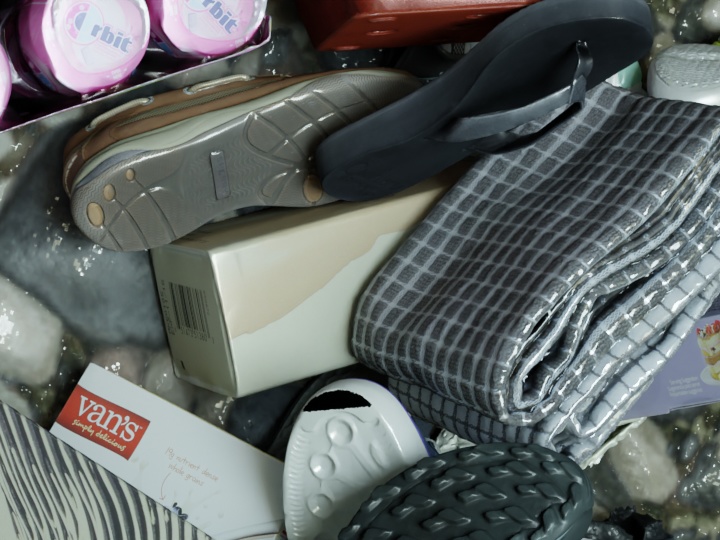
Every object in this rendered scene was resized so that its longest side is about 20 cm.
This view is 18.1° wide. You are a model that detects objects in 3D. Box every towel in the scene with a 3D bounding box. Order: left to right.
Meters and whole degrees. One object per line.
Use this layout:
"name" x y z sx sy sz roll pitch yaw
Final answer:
"towel" 0.100 -0.008 1.099 0.200 0.165 0.086 -49 114 -13

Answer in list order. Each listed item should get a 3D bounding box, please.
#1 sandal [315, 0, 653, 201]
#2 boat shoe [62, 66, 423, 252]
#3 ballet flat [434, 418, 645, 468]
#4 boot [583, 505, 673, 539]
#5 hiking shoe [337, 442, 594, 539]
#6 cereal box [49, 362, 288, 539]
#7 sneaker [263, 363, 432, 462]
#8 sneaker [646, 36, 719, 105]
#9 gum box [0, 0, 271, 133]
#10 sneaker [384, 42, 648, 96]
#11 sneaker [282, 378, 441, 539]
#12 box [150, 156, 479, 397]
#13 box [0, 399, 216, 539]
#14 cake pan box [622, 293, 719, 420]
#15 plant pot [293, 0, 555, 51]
"sandal" 0.065 -0.074 1.095 0.076 0.199 0.043 11 57 -46
"boat shoe" -0.061 -0.073 1.165 0.198 0.072 0.076 -14 129 -19
"ballet flat" 0.110 0.088 1.268 0.199 0.072 0.072 -36 107 -19
"boot" 0.088 0.215 1.239 0.199 0.076 0.170 -1 101 -42
"hiking shoe" 0.025 0.148 1.030 0.199 0.075 0.087 -32 141 13
"cereal box" -0.125 0.163 1.123 0.201 0.143 0.040 -61 154 -10
"sneaker" 0.009 0.138 1.220 0.203 0.077 0.147 -48 120 -24
"sneaker" 0.208 -0.074 1.261 0.200 0.075 0.106 -22 121 -59
"gum box" -0.149 -0.114 1.103 0.199 0.113 0.067 -21 102 -23
"sneaker" 0.068 -0.111 1.234 0.139 0.078 0.201 -32 97 -19
"sneaker" 0.032 0.121 1.132 0.147 0.080 0.202 -48 128 -57
"box" 0.000 0.000 1.193 0.199 0.095 0.078 -16 101 -25
"box" -0.147 0.126 1.079 0.199 0.068 0.083 28 79 21
"cake pan box" 0.174 0.017 1.196 0.184 0.199 0.053 -35 106 -46
"plant pot" 0.043 -0.205 1.112 0.198 0.200 0.178 -4 90 -10
